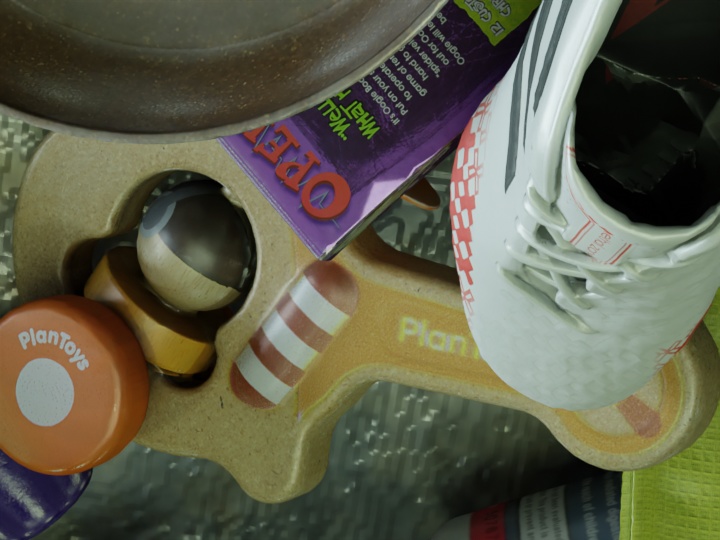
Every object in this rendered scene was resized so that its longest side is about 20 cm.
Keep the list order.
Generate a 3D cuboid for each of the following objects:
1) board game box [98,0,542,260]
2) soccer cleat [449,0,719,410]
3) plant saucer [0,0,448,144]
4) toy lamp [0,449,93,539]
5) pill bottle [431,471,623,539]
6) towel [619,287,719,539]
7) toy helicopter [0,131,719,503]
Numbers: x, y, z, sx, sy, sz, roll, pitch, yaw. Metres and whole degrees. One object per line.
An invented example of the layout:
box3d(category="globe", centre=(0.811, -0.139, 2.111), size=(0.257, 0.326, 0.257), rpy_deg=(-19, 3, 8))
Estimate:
box3d(category="board game box", centre=(-0.029, -0.116, 0.687), size=(0.120, 0.032, 0.200), rpy_deg=(-40, 86, 0))
box3d(category="soccer cleat", centre=(0.058, -0.024, 0.612), size=(0.068, 0.086, 0.201), rpy_deg=(17, 138, -2))
box3d(category="plant saucer", centre=(-0.048, -0.131, 0.646), size=(0.199, 0.032, 0.202), rpy_deg=(3, 102, 17))
box3d(category="toy lamp", centre=(-0.147, -0.008, 0.775), size=(0.058, 0.058, 0.200), rpy_deg=(-32, 108, 14))
box3d(category="pill bottle", centre=(0.128, 0.101, 0.784), size=(0.199, 0.120, 0.120), rpy_deg=(-17, 113, 8))
box3d(category="towel", centre=(0.113, 0.010, 0.733), size=(0.085, 0.018, 0.202), rpy_deg=(3, 81, 13))
box3d(category="toy helicopter", centre=(0.000, 0.000, 0.739), size=(0.199, 0.079, 0.133), rpy_deg=(14, 100, 20))
